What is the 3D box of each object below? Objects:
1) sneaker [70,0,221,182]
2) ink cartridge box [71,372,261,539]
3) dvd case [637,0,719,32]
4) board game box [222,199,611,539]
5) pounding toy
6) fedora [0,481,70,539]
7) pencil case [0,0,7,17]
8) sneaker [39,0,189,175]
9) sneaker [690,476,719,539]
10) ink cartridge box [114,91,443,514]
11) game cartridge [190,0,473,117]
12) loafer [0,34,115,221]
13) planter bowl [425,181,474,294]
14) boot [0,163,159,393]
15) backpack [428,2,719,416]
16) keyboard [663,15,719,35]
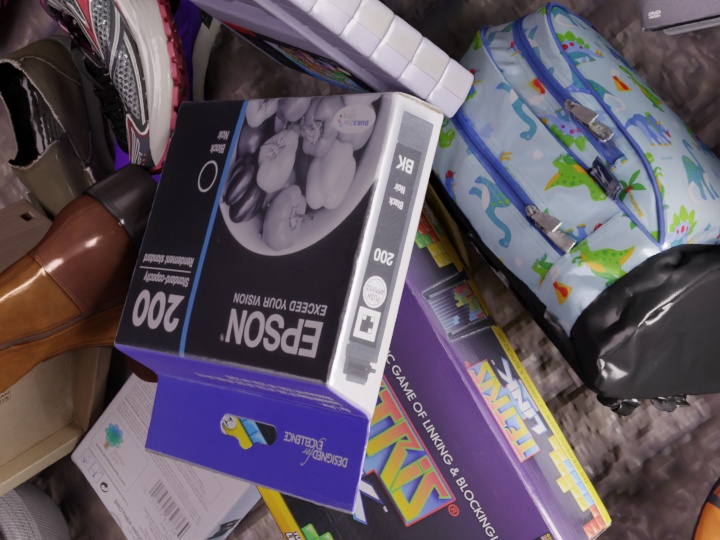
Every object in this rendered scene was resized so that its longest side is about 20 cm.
[{"bbox_3d":[-0.146,-0.122,1.011,0.069,0.099,0.201,19,107,35],"label":"sneaker"},{"bbox_3d":[-0.107,0.106,1.056,0.119,0.042,0.200,51,125,20],"label":"ink cartridge box"},{"bbox_3d":[0.196,-0.232,0.787,0.148,0.016,0.201,-8,92,30],"label":"dvd case"},{"bbox_3d":[0.015,0.089,0.857,0.165,0.057,0.200,-36,81,37],"label":"board game box"},{"bbox_3d":[-0.284,0.075,1.062,0.142,0.184,0.200,38,136,22],"label":"pounding toy"},{"bbox_3d":[-0.292,0.208,1.175,0.200,0.090,0.177,-3,98,28],"label":"fedora"},{"bbox_3d":[-0.272,-0.250,1.097,0.093,0.091,0.200,23,112,-6],"label":"pencil case"},{"bbox_3d":[-0.148,-0.152,0.922,0.074,0.081,0.201,-16,97,0],"label":"sneaker"},{"bbox_3d":[0.233,0.187,0.806,0.112,0.077,0.201,-22,73,40],"label":"sneaker"},{"bbox_3d":[-0.053,0.009,0.820,0.198,0.043,0.201,5,81,51],"label":"ink cartridge box"},{"bbox_3d":[-0.043,-0.136,0.818,0.038,0.130,0.200,-56,38,-4],"label":"game cartridge"},{"bbox_3d":[-0.208,-0.062,1.086,0.075,0.070,0.200,-21,84,36],"label":"loafer"},{"bbox_3d":[0.000,0.000,0.930,0.200,0.083,0.201,10,108,32],"label":"planter bowl"},{"bbox_3d":[-0.189,0.054,0.935,0.068,0.200,0.188,41,153,19],"label":"boot"},{"bbox_3d":[0.115,-0.039,0.813,0.200,0.163,0.154,39,109,33],"label":"backpack"},{"bbox_3d":[0.169,-0.226,0.822,0.056,0.011,0.201,-6,93,37],"label":"keyboard"}]
